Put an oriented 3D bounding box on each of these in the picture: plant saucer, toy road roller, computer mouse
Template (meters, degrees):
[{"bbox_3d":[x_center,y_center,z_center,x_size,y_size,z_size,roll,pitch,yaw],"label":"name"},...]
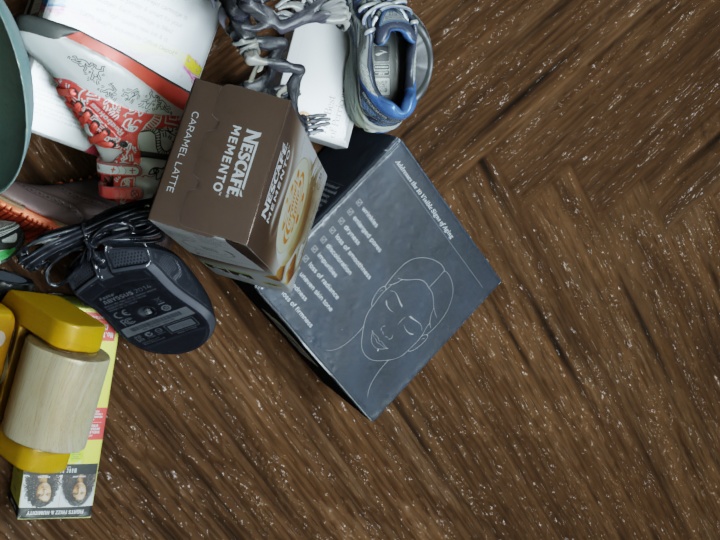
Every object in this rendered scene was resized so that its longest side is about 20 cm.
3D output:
[{"bbox_3d":[-0.304,-0.160,0.824,0.038,0.199,0.204,-29,117,-43],"label":"plant saucer"},{"bbox_3d":[-0.315,0.074,0.868,0.145,0.198,0.125,10,100,-52],"label":"toy road roller"},{"bbox_3d":[-0.189,0.004,0.920,0.136,0.053,0.201,-17,144,10],"label":"computer mouse"}]

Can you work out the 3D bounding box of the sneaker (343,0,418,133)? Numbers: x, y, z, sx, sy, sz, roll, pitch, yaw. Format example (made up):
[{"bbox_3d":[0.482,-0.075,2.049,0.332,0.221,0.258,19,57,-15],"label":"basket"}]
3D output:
[{"bbox_3d":[0.020,-0.227,0.957,0.076,0.085,0.203,-14,100,-17],"label":"sneaker"}]

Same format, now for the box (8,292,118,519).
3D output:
[{"bbox_3d":[-0.273,0.125,0.987,0.074,0.050,0.204,7,99,-30],"label":"box"}]

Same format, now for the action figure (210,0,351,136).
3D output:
[{"bbox_3d":[-0.073,-0.213,0.890,0.101,0.119,0.202,-26,140,-16],"label":"action figure"}]

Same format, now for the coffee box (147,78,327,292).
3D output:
[{"bbox_3d":[-0.091,-0.060,0.861,0.078,0.200,0.116,15,82,9],"label":"coffee box"}]

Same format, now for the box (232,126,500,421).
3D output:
[{"bbox_3d":[0.000,0.000,1.063,0.197,0.124,0.201,-44,119,-10],"label":"box"}]

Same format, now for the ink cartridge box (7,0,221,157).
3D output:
[{"bbox_3d":[-0.210,-0.200,0.916,0.146,0.085,0.203,20,92,-33],"label":"ink cartridge box"}]

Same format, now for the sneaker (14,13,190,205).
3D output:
[{"bbox_3d":[-0.200,-0.115,0.856,0.200,0.067,0.109,26,88,-38],"label":"sneaker"}]

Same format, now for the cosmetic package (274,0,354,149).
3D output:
[{"bbox_3d":[-0.028,-0.224,1.013,0.081,0.051,0.203,14,92,-15],"label":"cosmetic package"}]

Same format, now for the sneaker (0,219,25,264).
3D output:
[{"bbox_3d":[-0.372,-0.043,0.861,0.197,0.078,0.087,9,95,-18],"label":"sneaker"}]

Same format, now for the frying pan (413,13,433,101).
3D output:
[{"bbox_3d":[-0.001,-0.217,1.064,0.188,0.031,0.117,9,97,-33],"label":"frying pan"}]

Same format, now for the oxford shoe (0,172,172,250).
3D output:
[{"bbox_3d":[-0.257,-0.056,0.949,0.198,0.071,0.074,22,73,-36],"label":"oxford shoe"}]
